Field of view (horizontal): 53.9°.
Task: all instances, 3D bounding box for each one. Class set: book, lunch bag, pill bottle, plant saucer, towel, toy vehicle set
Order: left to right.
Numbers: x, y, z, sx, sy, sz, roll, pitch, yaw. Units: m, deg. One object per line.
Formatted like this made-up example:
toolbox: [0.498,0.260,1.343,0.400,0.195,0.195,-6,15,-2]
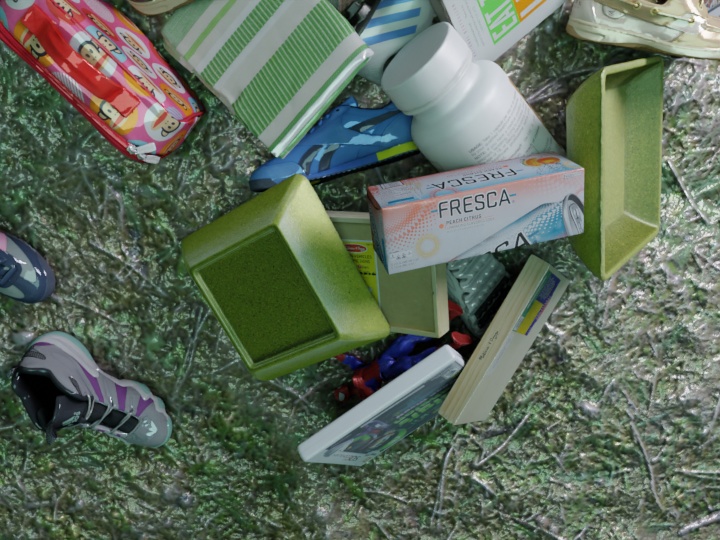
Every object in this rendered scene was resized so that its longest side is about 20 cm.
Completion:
lunch bag: [-0.250,-0.197,0.691,0.082,0.176,0.200,-43,103,10]
towel: [-0.100,-0.232,0.724,0.153,0.023,0.200,-46,75,8]
plant saucer: [-0.097,0.025,0.780,0.198,0.048,0.201,-24,102,31]
toy vehicle set: [0.000,0.000,0.782,0.198,0.026,0.126,6,109,31]
pill bottle: [0.117,-0.148,0.731,0.114,0.115,0.200,-43,117,10]
book: [0.165,-0.309,0.710,0.199,0.048,0.134,-40,141,5]
plant saucer: [0.266,-0.114,0.746,0.047,0.199,0.202,7,111,37]

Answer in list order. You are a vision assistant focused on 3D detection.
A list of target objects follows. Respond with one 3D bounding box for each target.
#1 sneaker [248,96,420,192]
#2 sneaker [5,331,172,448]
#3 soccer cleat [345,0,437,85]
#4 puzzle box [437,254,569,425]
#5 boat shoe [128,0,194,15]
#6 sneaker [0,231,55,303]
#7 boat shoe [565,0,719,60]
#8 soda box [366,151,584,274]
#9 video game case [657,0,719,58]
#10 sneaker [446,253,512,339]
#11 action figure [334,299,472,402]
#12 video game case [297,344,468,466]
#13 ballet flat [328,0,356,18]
sneaker: [-0.033,-0.140,0.779,0.198,0.066,0.079,-17,94,3]
sneaker: [-0.315,0.165,0.812,0.199,0.140,0.078,36,102,-11]
soccer cleat: [0.054,-0.286,0.741,0.086,0.070,0.200,36,102,-32]
puzzle box: [0.167,0.082,0.807,0.025,0.133,0.201,33,96,26]
boat shoe: [-0.156,-0.317,0.699,0.199,0.066,0.073,-18,78,13]
sneaker: [-0.438,-0.023,0.784,0.199,0.082,0.070,37,102,-12]
boat shoe: [0.316,-0.261,0.722,0.197,0.074,0.070,10,119,7]
soda box: [0.108,-0.057,0.671,0.197,0.064,0.069,-12,116,-7]
video game case: [0.379,-0.360,0.745,0.179,0.026,0.201,-28,105,6]
sneaker: [0.116,0.000,0.822,0.075,0.081,0.201,-43,125,-21]
action figure: [0.020,0.100,0.814,0.098,0.066,0.200,19,134,-37]
video game case: [0.045,0.164,0.820,0.199,0.182,0.023,-36,65,8]
ballet flat: [-0.068,-0.256,0.748,0.067,0.046,0.200,41,101,-11]
